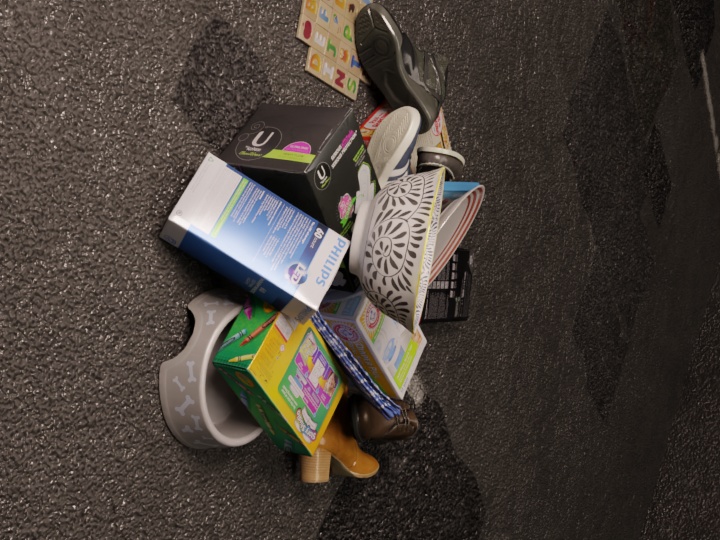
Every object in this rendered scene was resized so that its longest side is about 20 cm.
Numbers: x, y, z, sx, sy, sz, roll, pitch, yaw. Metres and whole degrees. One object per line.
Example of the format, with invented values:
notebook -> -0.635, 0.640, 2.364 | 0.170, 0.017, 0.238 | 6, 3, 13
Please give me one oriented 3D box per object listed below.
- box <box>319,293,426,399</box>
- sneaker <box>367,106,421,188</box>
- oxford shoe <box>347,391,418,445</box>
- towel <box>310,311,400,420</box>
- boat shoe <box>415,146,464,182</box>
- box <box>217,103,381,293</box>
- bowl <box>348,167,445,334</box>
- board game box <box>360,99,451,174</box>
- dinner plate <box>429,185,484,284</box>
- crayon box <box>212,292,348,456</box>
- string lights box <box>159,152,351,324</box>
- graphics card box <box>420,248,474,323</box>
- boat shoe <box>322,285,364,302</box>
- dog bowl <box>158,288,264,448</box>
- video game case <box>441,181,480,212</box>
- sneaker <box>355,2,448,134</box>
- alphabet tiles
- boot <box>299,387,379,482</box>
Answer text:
box -> 0.006, 0.082, 1.552 | 0.113, 0.100, 0.201 | -63, 143, -31
sneaker -> 0.050, -0.140, 1.544 | 0.084, 0.075, 0.201 | 11, 119, -34
oxford shoe -> 0.036, 0.211, 1.551 | 0.200, 0.083, 0.074 | 27, 54, -68
towel -> -0.026, 0.107, 1.411 | 0.024, 0.145, 0.201 | -39, 102, -8
boat shoe -> 0.116, -0.136, 1.587 | 0.201, 0.071, 0.061 | 46, 57, -79
box -> -0.067, -0.093, 1.353 | 0.125, 0.147, 0.201 | -56, 141, -35
bowl -> 0.039, -0.031, 1.285 | 0.201, 0.093, 0.204 | 10, 90, -83
board game box -> 0.070, -0.195, 1.657 | 0.200, 0.046, 0.153 | -51, 136, -41
dinner plate -> 0.118, -0.044, 1.564 | 0.201, 0.024, 0.201 | -50, 167, -17
crayon box -> -0.094, 0.127, 1.327 | 0.120, 0.058, 0.201 | -62, 143, -30
string lights box -> -0.121, -0.036, 1.246 | 0.199, 0.059, 0.104 | 32, 61, -8
graphics card box -> 0.124, 0.022, 1.786 | 0.199, 0.050, 0.127 | 0, 96, -58
boat shoe -> 0.000, 0.000, 1.447 | 0.062, 0.197, 0.073 | -22, 104, -73
dog bowl -> -0.163, 0.126, 1.326 | 0.199, 0.058, 0.203 | -16, 109, -56
video game case -> 0.080, -0.063, 1.589 | 0.018, 0.200, 0.143 | 56, 28, 16
sneaker -> 0.065, -0.311, 1.568 | 0.201, 0.076, 0.115 | 57, 41, -21
alphabet tiles -> -0.027, -0.341, 1.507 | 0.199, 0.006, 0.169 | 19, 79, -58
boot -> -0.026, 0.229, 1.562 | 0.200, 0.070, 0.146 | 9, 84, -60
